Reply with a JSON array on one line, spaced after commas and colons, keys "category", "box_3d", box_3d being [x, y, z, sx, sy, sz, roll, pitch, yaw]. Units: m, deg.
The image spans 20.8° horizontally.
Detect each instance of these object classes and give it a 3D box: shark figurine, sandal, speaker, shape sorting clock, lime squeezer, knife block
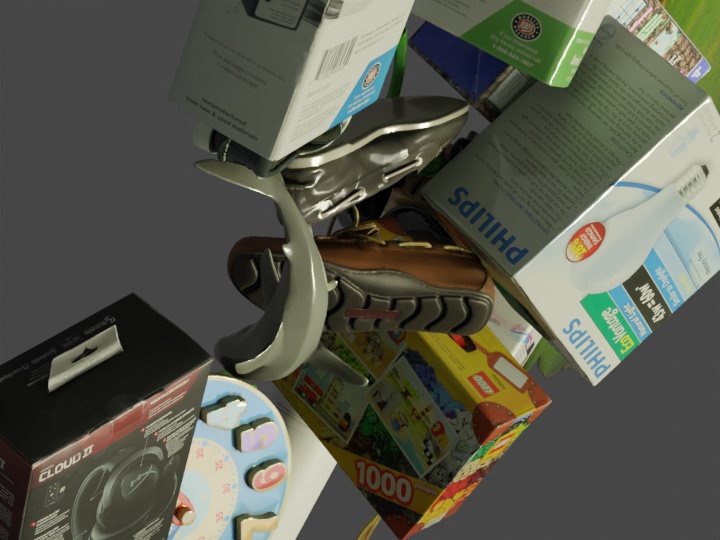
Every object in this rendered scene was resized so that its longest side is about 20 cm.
[{"category": "shark figurine", "box_3d": [-0.062, 0.023, 1.326, 0.089, 0.128, 0.215, -37, 148, -37]}, {"category": "sandal", "box_3d": [0.005, -0.070, 1.538, 0.076, 0.048, 0.200, -61, 164, -3]}, {"category": "speaker", "box_3d": [-0.068, 0.171, 1.692, 0.201, 0.081, 0.081, -62, 165, 3]}, {"category": "shape sorting clock", "box_3d": [-0.130, 0.166, 1.383, 0.199, 0.039, 0.201, -16, 121, -29]}, {"category": "lime squeezer", "box_3d": [0.054, -0.109, 1.551, 0.200, 0.070, 0.038, 53, 20, -34]}, {"category": "knife block", "box_3d": [0.052, -0.079, 1.688, 0.064, 0.176, 0.200, -55, -151, -15]}]

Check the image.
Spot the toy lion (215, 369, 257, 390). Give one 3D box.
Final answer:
[{"category": "toy lion", "box_3d": [-0.134, 0.168, 1.520, 0.201, 0.068, 0.192, -63, 172, 7]}]

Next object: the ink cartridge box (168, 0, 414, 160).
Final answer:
[{"category": "ink cartridge box", "box_3d": [-0.020, -0.185, 1.168, 0.146, 0.086, 0.201, -37, 152, -58]}]

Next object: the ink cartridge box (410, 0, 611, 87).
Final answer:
[{"category": "ink cartridge box", "box_3d": [0.127, -0.253, 1.408, 0.201, 0.146, 0.084, -63, 166, 11]}]

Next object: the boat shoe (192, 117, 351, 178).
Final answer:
[{"category": "boat shoe", "box_3d": [-0.039, -0.104, 1.304, 0.200, 0.060, 0.076, -37, 155, -55]}]

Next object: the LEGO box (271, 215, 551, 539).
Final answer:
[{"category": "LEGO box", "box_3d": [0.028, 0.083, 1.535, 0.077, 0.200, 0.149, -18, 151, -49]}]

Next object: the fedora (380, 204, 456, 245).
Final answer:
[{"category": "fedora", "box_3d": [0.024, 0.041, 1.657, 0.091, 0.201, 0.201, -15, 143, -24]}]

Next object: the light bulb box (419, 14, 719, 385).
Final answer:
[{"category": "light bulb box", "box_3d": [0.186, -0.051, 1.528, 0.200, 0.125, 0.198, -43, 142, -1]}]

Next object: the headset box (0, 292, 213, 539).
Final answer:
[{"category": "headset box", "box_3d": [-0.177, 0.118, 1.193, 0.149, 0.077, 0.201, -32, 149, -41]}]

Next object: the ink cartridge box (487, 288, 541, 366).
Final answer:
[{"category": "ink cartridge box", "box_3d": [0.095, 0.041, 1.858, 0.200, 0.144, 0.084, -55, 164, -18]}]

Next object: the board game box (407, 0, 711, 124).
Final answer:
[{"category": "board game box", "box_3d": [0.162, -0.173, 1.572, 0.160, 0.097, 0.200, -47, 142, 5]}]

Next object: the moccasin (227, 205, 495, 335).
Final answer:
[{"category": "moccasin", "box_3d": [0.000, -0.001, 1.439, 0.078, 0.200, 0.074, -103, -160, -45]}]

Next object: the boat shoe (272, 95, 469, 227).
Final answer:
[{"category": "boat shoe", "box_3d": [0.005, -0.082, 1.430, 0.200, 0.067, 0.057, -23, 122, -44]}]
